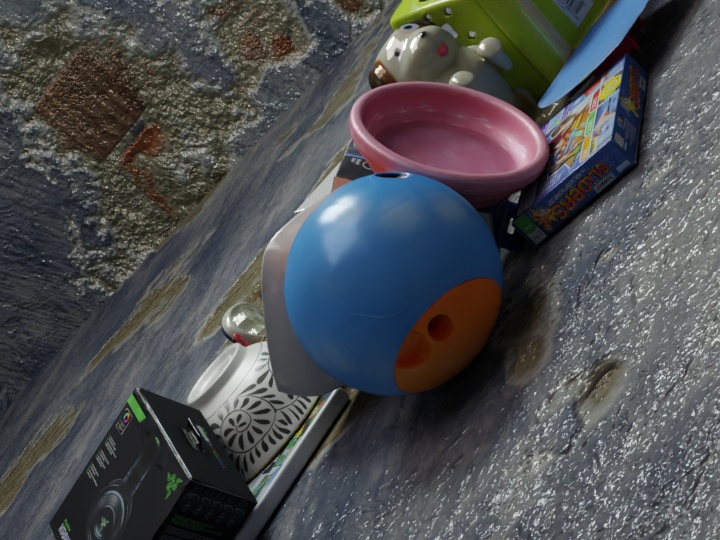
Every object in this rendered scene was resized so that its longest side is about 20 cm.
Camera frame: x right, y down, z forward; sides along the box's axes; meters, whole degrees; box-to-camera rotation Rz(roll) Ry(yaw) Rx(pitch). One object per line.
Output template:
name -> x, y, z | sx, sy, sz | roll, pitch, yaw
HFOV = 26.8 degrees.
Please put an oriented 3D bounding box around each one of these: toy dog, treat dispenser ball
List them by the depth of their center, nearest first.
treat dispenser ball -> 0.030, 0.013, 1.369 | 0.201, 0.201, 0.201 | -46, 13, 14
toy dog -> 0.109, -0.202, 1.725 | 0.140, 0.200, 0.194 | -52, 13, -15

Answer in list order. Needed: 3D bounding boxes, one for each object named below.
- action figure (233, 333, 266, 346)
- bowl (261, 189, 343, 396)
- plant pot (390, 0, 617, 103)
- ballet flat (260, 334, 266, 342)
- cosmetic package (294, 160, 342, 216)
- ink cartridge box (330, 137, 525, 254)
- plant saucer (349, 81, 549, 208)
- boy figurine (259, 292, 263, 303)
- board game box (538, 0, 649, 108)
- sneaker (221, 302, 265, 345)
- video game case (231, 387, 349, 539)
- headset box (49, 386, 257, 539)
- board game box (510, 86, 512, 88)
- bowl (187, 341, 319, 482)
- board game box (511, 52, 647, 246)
action figure -> -0.061, 0.070, 1.769 | 0.198, 0.052, 0.066 | -18, 31, 19
bowl -> -0.010, 0.021, 1.544 | 0.074, 0.201, 0.200 | 20, 41, 34
plant pot -> 0.190, -0.309, 1.787 | 0.200, 0.200, 0.181 | -54, 21, -26
ballet flat -> -0.102, 0.113, 1.852 | 0.200, 0.070, 0.065 | -48, -2, -7
cosmetic package -> 0.012, -0.084, 1.850 | 0.107, 0.086, 0.200 | -10, 21, 26
ink cartridge box -> 0.075, -0.079, 1.506 | 0.100, 0.198, 0.039 | -70, -6, -57
plant saucer -> 0.085, -0.120, 1.491 | 0.201, 0.199, 0.051 | -70, -7, -57
boy figurine -> -0.016, 0.003, 1.693 | 0.199, 0.065, 0.124 | -32, 32, -11
board game box -> 0.274, -0.240, 1.624 | 0.201, 0.039, 0.158 | -55, 10, -28
sneaker -> -0.135, 0.092, 1.933 | 0.085, 0.075, 0.200 | -52, -15, 13
video game case -> -0.106, 0.220, 1.645 | 0.201, 0.022, 0.182 | -55, 13, -25
headset box -> -0.214, 0.246, 1.569 | 0.201, 0.092, 0.174 | -55, 38, 11
board game box -> 0.122, -0.178, 1.988 | 0.136, 0.035, 0.200 | -54, 13, -21
bowl -> -0.131, 0.144, 1.691 | 0.201, 0.094, 0.201 | -45, 13, 13
board game box -> 0.218, -0.122, 1.491 | 0.135, 0.034, 0.201 | -42, 14, 32
